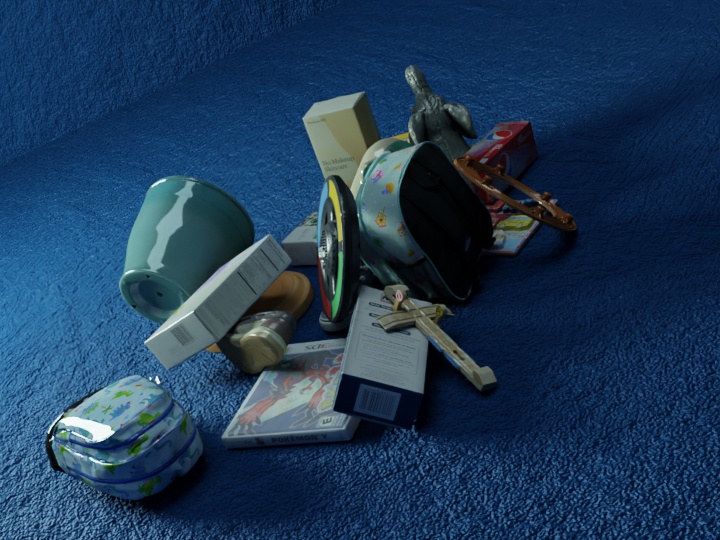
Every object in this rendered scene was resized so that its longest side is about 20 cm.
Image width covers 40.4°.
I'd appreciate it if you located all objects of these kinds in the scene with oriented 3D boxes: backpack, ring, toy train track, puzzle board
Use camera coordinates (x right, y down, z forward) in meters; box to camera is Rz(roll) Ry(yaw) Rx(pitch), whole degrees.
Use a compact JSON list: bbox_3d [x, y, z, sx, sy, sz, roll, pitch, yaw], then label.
[{"bbox_3d":[0.077,-0.071,1.356,0.153,0.200,0.176,-2,47,37],"label":"backpack"},{"bbox_3d":[0.225,-0.115,1.404,0.019,0.200,0.201,-60,19,18],"label":"ring"},{"bbox_3d":[0.097,0.071,1.196,0.114,0.033,0.200,-9,40,-37],"label":"toy train track"},{"bbox_3d":[0.186,-0.070,1.511,0.199,0.017,0.151,1,34,40],"label":"puzzle board"},{"bbox_3d":[-0.289,0.209,1.228,0.163,0.154,0.200,-30,39,-31],"label":"backpack"}]

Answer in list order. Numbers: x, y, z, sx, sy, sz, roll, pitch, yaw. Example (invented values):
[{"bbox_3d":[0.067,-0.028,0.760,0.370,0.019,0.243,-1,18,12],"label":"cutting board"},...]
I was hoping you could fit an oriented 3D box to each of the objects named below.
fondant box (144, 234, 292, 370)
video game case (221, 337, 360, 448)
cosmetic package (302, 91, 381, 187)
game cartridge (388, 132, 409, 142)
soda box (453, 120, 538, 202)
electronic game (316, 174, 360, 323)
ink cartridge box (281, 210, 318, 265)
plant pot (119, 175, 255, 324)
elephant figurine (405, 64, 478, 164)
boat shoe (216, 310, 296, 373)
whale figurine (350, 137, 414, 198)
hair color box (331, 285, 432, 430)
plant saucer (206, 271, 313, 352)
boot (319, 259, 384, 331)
[{"bbox_3d":[-0.205,0.045,1.423,0.144,0.058,0.200,-30,14,44],"label":"fondant box"},{"bbox_3d":[-0.063,0.153,1.269,0.181,0.023,0.200,-9,29,26],"label":"video game case"},{"bbox_3d":[-0.015,-0.199,1.705,0.105,0.201,0.071,-10,28,25],"label":"cosmetic package"},{"bbox_3d":[0.046,-0.202,1.860,0.175,0.033,0.200,-14,26,17],"label":"game cartridge"},{"bbox_3d":[0.224,-0.180,1.613,0.063,0.070,0.200,-1,28,35],"label":"soda box"},{"bbox_3d":[-0.036,-0.029,1.329,0.041,0.201,0.200,-1,22,-13],"label":"electronic game"},{"bbox_3d":[-0.020,-0.059,1.611,0.199,0.051,0.109,-2,31,36],"label":"ink cartridge box"},{"bbox_3d":[-0.298,-0.020,1.614,0.199,0.200,0.189,-7,44,28],"label":"plant pot"},{"bbox_3d":[0.130,-0.236,1.663,0.155,0.201,0.141,6,37,44],"label":"elephant figurine"},{"bbox_3d":[-0.140,0.094,1.342,0.065,0.072,0.200,-46,11,-25],"label":"boat shoe"},{"bbox_3d":[0.038,-0.107,1.511,0.103,0.159,0.200,23,66,25],"label":"whale figurine"},{"bbox_3d":[0.030,0.103,1.205,0.099,0.061,0.200,15,31,-1],"label":"hair color box"},{"bbox_3d":[-0.171,0.057,1.531,0.199,0.032,0.201,-18,25,9],"label":"plant saucer"},{"bbox_3d":[0.000,0.000,1.435,0.073,0.091,0.200,5,37,44],"label":"boot"}]
